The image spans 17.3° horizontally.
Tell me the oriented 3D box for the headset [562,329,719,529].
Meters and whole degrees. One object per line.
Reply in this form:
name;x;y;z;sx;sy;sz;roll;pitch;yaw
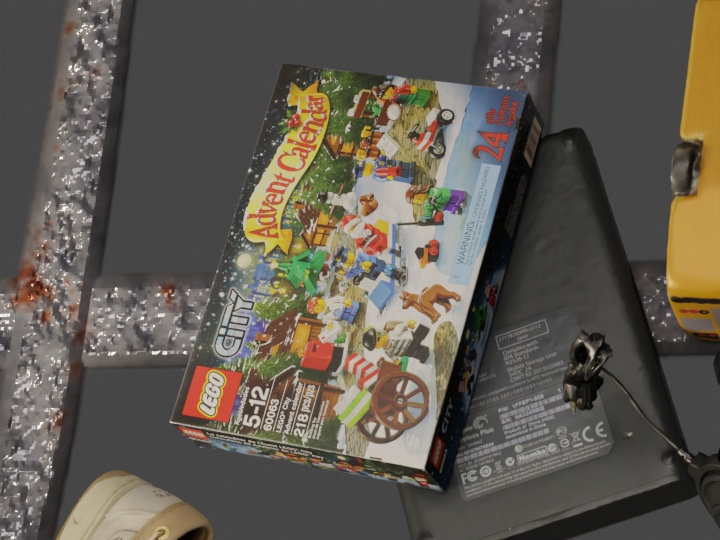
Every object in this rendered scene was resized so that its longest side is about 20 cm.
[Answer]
headset;0.190;0.069;1.071;0.200;0.094;0.124;12;62;6

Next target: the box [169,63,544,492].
box;0.000;0.000;1.169;0.136;0.038;0.200;8;70;22

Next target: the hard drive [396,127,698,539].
hard drive;0.073;0.038;1.168;0.139;0.033;0.200;-20;63;10

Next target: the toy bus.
toy bus;0.194;-0.071;1.150;0.065;0.078;0.200;2;68;20

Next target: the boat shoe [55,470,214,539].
boat shoe;-0.135;0.194;1.145;0.069;0.074;0.200;15;72;30
